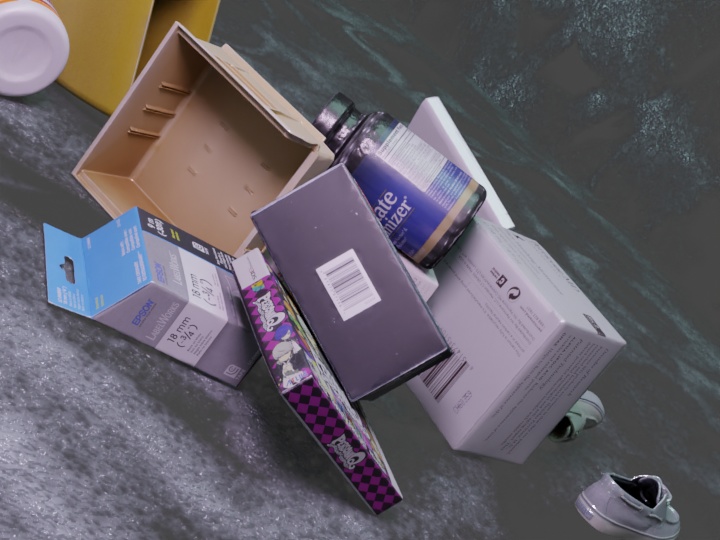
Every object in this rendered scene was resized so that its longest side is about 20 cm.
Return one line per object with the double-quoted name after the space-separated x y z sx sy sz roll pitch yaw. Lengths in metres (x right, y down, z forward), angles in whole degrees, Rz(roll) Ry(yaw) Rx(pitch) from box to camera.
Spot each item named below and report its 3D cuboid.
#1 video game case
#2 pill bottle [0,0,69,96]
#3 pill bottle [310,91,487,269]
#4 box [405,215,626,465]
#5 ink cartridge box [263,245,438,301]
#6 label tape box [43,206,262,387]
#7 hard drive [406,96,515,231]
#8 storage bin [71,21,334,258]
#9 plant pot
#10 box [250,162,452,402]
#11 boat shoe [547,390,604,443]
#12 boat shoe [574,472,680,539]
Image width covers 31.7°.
-0.040 0.101 1.151 0.200 0.036 0.181 58 3 -41 "video game case"
-0.406 -0.291 1.437 0.113 0.113 0.200 23 23 -40 "pill bottle"
0.030 -0.102 1.392 0.200 0.112 0.112 37 17 -1 "pill bottle"
0.155 0.081 1.456 0.131 0.200 0.199 19 26 -45 "box"
-0.036 -0.010 1.431 0.200 0.129 0.125 29 19 -22 "ink cartridge box"
-0.190 0.010 1.182 0.200 0.063 0.144 28 20 -29 "label tape box"
0.111 -0.098 1.586 0.027 0.132 0.200 -15 65 -30 "hard drive"
-0.162 -0.111 1.320 0.199 0.200 0.094 45 16 22 "storage bin"
-0.302 -0.307 1.565 0.176 0.201 0.200 20 14 12 "plant pot"
-0.003 0.018 1.234 0.200 0.104 0.182 61 1 7 "box"
0.248 0.187 1.612 0.200 0.071 0.070 23 45 -46 "boat shoe"
0.337 0.282 1.520 0.201 0.072 0.070 20 25 -45 "boat shoe"
